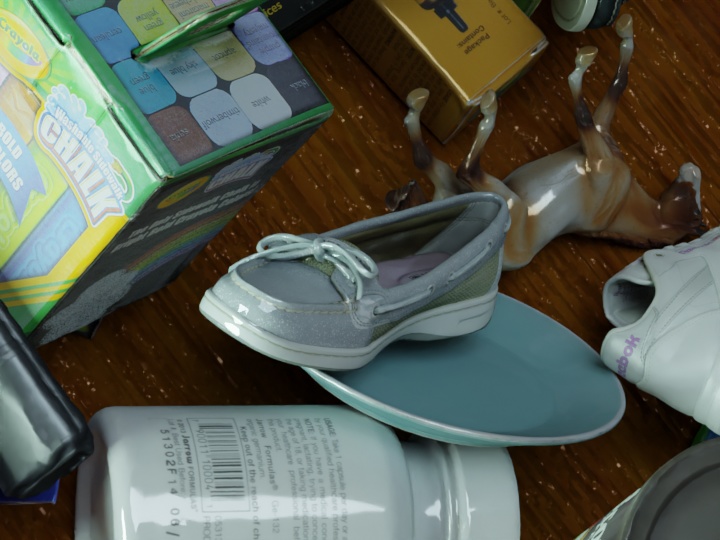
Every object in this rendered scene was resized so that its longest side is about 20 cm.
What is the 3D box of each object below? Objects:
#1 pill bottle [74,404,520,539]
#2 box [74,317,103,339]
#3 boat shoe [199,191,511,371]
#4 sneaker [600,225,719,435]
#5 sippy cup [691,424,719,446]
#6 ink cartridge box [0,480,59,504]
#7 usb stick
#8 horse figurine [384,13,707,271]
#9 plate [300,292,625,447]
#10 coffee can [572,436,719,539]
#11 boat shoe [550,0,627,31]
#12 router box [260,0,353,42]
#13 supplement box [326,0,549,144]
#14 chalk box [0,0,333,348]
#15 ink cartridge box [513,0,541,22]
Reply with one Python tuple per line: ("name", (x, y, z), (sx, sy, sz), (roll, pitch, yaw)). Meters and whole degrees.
("pill bottle", (-0.031, 0.122, 1.256), (0.199, 0.114, 0.115), (0, 69, -17))
("box", (-0.209, -0.052, 1.314), (0.199, 0.035, 0.110), (21, 65, -8))
("boat shoe", (0.002, 0.001, 1.251), (0.074, 0.065, 0.202), (32, 25, 34))
("sneaker", (0.186, 0.001, 1.370), (0.099, 0.075, 0.200), (21, 37, 11))
("sippy cup", (0.252, 0.102, 1.340), (0.139, 0.130, 0.178), (-18, 75, -23))
("ink cartridge box", (-0.241, 0.072, 1.236), (0.199, 0.076, 0.137), (14, 66, -13))
("usb stick", (-0.194, 0.015, 1.204), (0.200, 0.055, 0.033), (54, 24, 9))
("horse figurine", (0.091, -0.049, 1.374), (0.199, 0.133, 0.050), (-22, 34, -23))
("plate", (0.034, 0.044, 1.296), (0.199, 0.200, 0.026), (14, 110, -11))
("coffee can", (0.155, 0.178, 1.242), (0.146, 0.200, 0.147), (6, 67, -15))
("boat shoe", (0.138, -0.177, 1.403), (0.066, 0.075, 0.200), (13, 22, -6))
("router box", (-0.052, -0.203, 1.345), (0.200, 0.052, 0.158), (-32, 87, 11))
("supplement box", (0.007, -0.166, 1.407), (0.066, 0.069, 0.200), (-40, 83, -24))
("chalk box", (-0.110, -0.076, 1.207), (0.124, 0.200, 0.124), (-26, 75, -48))
("ink cartridge box", (0.073, -0.240, 1.409), (0.075, 0.148, 0.201), (11, 67, -11))
